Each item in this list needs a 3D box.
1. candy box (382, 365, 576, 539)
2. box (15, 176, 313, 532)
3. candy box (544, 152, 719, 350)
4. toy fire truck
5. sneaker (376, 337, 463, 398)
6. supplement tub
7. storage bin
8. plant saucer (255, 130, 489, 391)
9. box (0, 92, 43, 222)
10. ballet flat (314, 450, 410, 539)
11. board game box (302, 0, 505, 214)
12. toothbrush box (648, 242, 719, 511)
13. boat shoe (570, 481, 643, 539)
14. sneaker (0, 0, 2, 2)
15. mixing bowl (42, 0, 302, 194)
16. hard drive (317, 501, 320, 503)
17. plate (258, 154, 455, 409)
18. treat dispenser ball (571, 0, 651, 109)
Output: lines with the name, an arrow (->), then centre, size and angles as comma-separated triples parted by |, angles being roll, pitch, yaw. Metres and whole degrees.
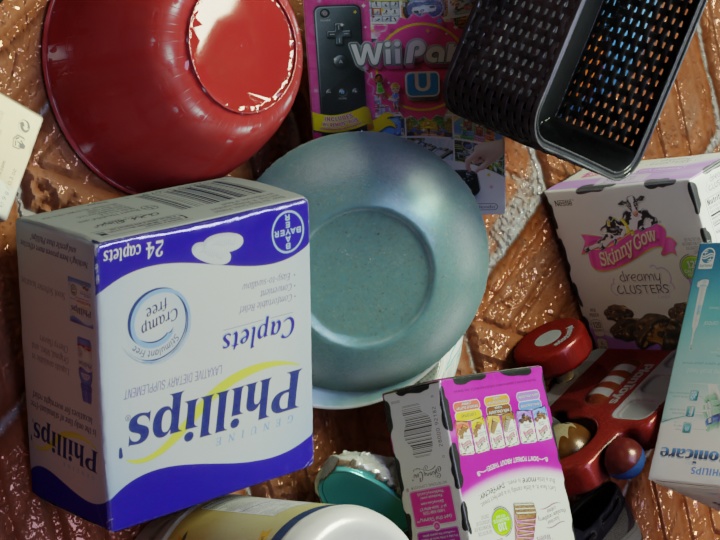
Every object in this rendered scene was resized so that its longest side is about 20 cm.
candy box -> 0.096, 0.179, 1.425 | 0.136, 0.061, 0.202 | -3, 79, -50
box -> -0.130, 0.053, 1.309 | 0.183, 0.105, 0.202 | -14, 110, -40
candy box -> 0.264, 0.007, 1.631 | 0.071, 0.167, 0.201 | -29, 106, -37
toy fire truck -> 0.185, 0.124, 1.558 | 0.200, 0.167, 0.113 | -39, 112, -35
sneaker -> 0.053, 0.029, 1.525 | 0.080, 0.070, 0.202 | 58, 40, -58
supplement tub -> -0.064, 0.230, 1.318 | 0.144, 0.199, 0.146 | 3, 86, -40
storage bin -> 0.159, -0.180, 1.344 | 0.135, 0.094, 0.201 | 17, 97, -48
plant saucer -> 0.000, 0.000, 1.397 | 0.199, 0.039, 0.203 | -2, 106, -6
box -> -0.312, -0.103, 1.194 | 0.200, 0.095, 0.078 | 31, 67, -36
ballet flat -> 0.034, 0.187, 1.462 | 0.200, 0.071, 0.072 | 45, 61, -32
board game box -> 0.034, -0.141, 1.413 | 0.064, 0.146, 0.201 | -85, 172, -61
toothbrush box -> 0.323, 0.094, 1.514 | 0.146, 0.085, 0.201 | 26, 74, -38
boat shoe -> 0.164, 0.240, 1.603 | 0.200, 0.072, 0.066 | -26, 99, -43
sneaker -> -0.264, -0.229, 1.265 | 0.091, 0.076, 0.201 | 20, 82, -48
mixing bowl -> -0.115, -0.155, 1.356 | 0.199, 0.108, 0.202 | 3, 85, -40
hard drive -> 0.009, 0.243, 1.490 | 0.199, 0.033, 0.141 | -10, 94, -40
plate -> -0.016, 0.007, 1.430 | 0.199, 0.026, 0.202 | -2, 107, -7
treat dispenser ball -> 0.135, -0.218, 1.510 | 0.200, 0.200, 0.203 | 2, 86, -40
